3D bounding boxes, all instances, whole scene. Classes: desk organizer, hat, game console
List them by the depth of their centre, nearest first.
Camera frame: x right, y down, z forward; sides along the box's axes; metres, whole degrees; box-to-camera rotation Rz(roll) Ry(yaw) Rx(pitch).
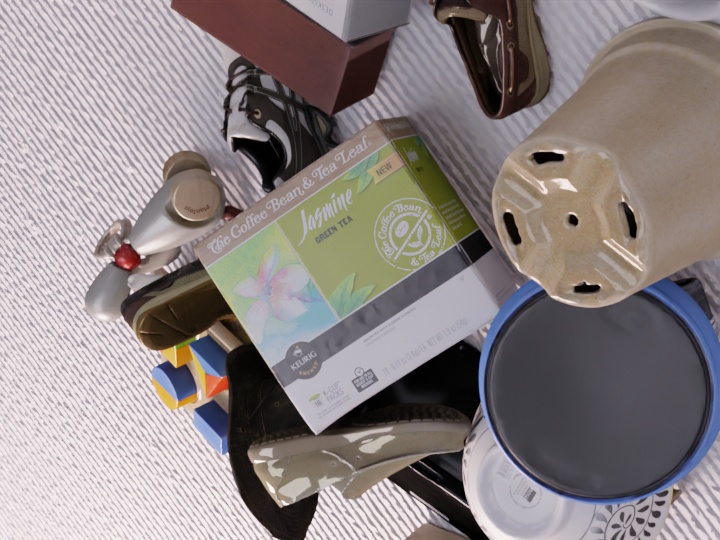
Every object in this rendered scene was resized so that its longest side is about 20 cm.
[{"bbox_3d":[-0.071,-0.227,1.442,0.200,0.072,0.077,36,131,20],"label":"desk organizer"},{"bbox_3d":[-0.054,0.155,1.524,0.081,0.201,0.201,-18,102,17],"label":"hat"},{"bbox_3d":[0.094,0.161,1.563,0.200,0.116,0.176,34,162,25],"label":"game console"}]

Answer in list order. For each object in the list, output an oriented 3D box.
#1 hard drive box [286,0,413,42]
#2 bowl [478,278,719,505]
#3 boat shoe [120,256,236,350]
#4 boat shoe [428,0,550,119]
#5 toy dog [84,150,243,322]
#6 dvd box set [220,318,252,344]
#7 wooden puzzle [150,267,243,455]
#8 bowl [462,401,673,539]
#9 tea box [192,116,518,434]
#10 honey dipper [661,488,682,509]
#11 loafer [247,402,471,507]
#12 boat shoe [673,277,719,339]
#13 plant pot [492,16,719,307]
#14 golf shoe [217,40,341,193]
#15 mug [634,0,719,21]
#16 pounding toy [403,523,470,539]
[{"bbox_3d":[-0.021,-0.315,1.329,0.156,0.077,0.200,40,135,33],"label":"hard drive box"},{"bbox_3d":[0.191,0.093,1.294,0.200,0.039,0.201,3,100,14],"label":"bowl"},{"bbox_3d":[-0.139,0.011,1.564,0.065,0.200,0.073,40,139,40],"label":"boat shoe"},{"bbox_3d":[0.094,-0.218,1.301,0.072,0.072,0.200,0,112,42],"label":"boat shoe"},{"bbox_3d":[-0.187,-0.026,1.631,0.096,0.132,0.200,32,124,-21],"label":"toy dog"},{"bbox_3d":[-0.105,0.115,1.685,0.146,0.029,0.200,-5,111,59],"label":"dvd box set"},{"bbox_3d":[-0.169,0.114,1.706,0.185,0.046,0.200,40,147,36],"label":"wooden puzzle"},{"bbox_3d":[0.159,0.179,1.397,0.200,0.094,0.201,5,100,32],"label":"bowl"},{"bbox_3d":[0.000,0.000,1.412,0.200,0.134,0.197,-34,88,14],"label":"tea box"},{"bbox_3d":[0.204,0.134,1.438,0.200,0.038,0.038,49,137,16],"label":"honey dipper"},{"bbox_3d":[0.003,0.164,1.432,0.200,0.076,0.068,-10,97,9],"label":"loafer"},{"bbox_3d":[0.199,0.039,1.355,0.200,0.072,0.068,-7,108,40],"label":"boat shoe"},{"bbox_3d":[0.201,-0.067,1.210,0.200,0.183,0.201,22,127,32],"label":"plant pot"},{"bbox_3d":[-0.094,-0.162,1.492,0.078,0.094,0.200,-31,90,48],"label":"golf shoe"},{"bbox_3d":[0.200,-0.252,1.150,0.175,0.148,0.200,9,150,48],"label":"mug"},{"bbox_3d":[0.072,0.377,1.616,0.200,0.142,0.184,16,123,35],"label":"pounding toy"}]
